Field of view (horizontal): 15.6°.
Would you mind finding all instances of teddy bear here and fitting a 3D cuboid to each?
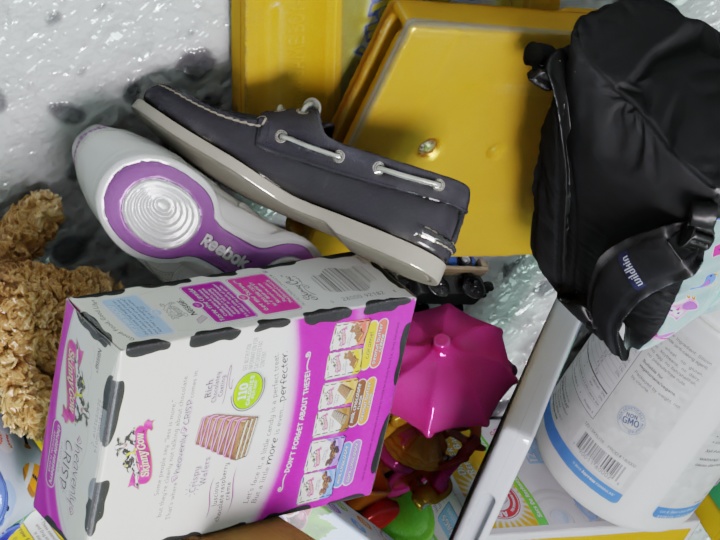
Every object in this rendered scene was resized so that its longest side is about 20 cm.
[{"bbox_3d":[-0.178,0.027,1.463,0.200,0.145,0.067,43,144,-20],"label":"teddy bear"}]

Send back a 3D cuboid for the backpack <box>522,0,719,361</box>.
[{"bbox_3d":[0.172,-0.042,1.497,0.126,0.167,0.200,-22,149,-20],"label":"backpack"}]

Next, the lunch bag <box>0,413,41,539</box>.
[{"bbox_3d":[-0.278,0.127,1.495,0.200,0.161,0.075,-42,171,23],"label":"lunch bag"}]

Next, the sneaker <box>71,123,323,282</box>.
[{"bbox_3d":[-0.087,-0.020,1.502,0.075,0.100,0.200,-47,127,-1],"label":"sneaker"}]

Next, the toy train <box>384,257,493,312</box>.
[{"bbox_3d":[0.000,0.000,1.638,0.199,0.046,0.034,4,148,-35],"label":"toy train"}]

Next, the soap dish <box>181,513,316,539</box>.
[{"bbox_3d":[-0.051,0.228,1.499,0.081,0.157,0.201,-26,113,-23],"label":"soap dish"}]

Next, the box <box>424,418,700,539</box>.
[{"bbox_3d":[0.120,0.177,1.863,0.199,0.113,0.102,1,133,-32],"label":"box"}]

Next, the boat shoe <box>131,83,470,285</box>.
[{"bbox_3d":[-0.031,-0.062,1.469,0.063,0.199,0.073,-62,174,-7],"label":"boat shoe"}]

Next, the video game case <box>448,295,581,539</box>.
[{"bbox_3d":[0.088,0.124,1.649,0.023,0.200,0.183,24,120,3],"label":"video game case"}]

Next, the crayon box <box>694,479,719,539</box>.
[{"bbox_3d":[0.300,0.099,1.841,0.058,0.173,0.200,1,133,-39],"label":"crayon box"}]

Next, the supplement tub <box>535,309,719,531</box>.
[{"bbox_3d":[0.219,0.069,1.791,0.131,0.132,0.200,5,131,-37],"label":"supplement tub"}]

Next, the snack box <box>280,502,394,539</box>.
[{"bbox_3d":[-0.076,0.220,1.596,0.142,0.053,0.200,37,96,-24],"label":"snack box"}]

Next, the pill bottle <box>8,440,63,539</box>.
[{"bbox_3d":[-0.159,0.090,1.577,0.199,0.113,0.113,-28,143,-2],"label":"pill bottle"}]

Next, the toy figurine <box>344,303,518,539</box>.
[{"bbox_3d":[0.035,0.100,1.676,0.199,0.151,0.184,2,141,-51],"label":"toy figurine"}]

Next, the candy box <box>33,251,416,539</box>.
[{"bbox_3d":[-0.075,0.072,1.450,0.199,0.061,0.137,-9,124,-38],"label":"candy box"}]

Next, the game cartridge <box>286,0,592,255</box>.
[{"bbox_3d":[0.073,-0.081,1.547,0.199,0.033,0.177,-1,134,-34],"label":"game cartridge"}]

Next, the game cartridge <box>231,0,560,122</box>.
[{"bbox_3d":[0.022,-0.139,1.504,0.199,0.033,0.177,-19,141,-17],"label":"game cartridge"}]
